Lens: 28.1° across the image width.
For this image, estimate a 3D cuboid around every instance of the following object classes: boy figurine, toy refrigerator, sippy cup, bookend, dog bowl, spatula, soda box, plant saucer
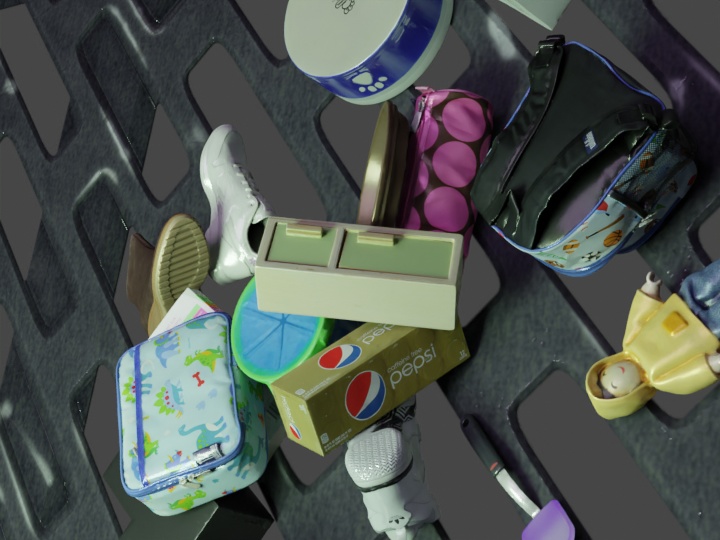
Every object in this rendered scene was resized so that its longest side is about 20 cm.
[{"bbox_3d":[0.282,0.056,1.303,0.200,0.064,0.125,-42,52,17],"label":"boy figurine"},{"bbox_3d":[0.000,0.000,1.431,0.199,0.070,0.076,6,45,8],"label":"toy refrigerator"},{"bbox_3d":[-0.047,0.070,1.543,0.139,0.130,0.179,24,88,45],"label":"sippy cup"},{"bbox_3d":[-0.228,0.292,1.635,0.201,0.092,0.199,-56,46,9],"label":"bookend"},{"bbox_3d":[0.007,-0.301,1.688,0.199,0.079,0.201,-18,61,36],"label":"dog bowl"},{"bbox_3d":[0.146,0.207,1.389,0.057,0.020,0.200,-50,47,16],"label":"spatula"},{"bbox_3d":[0.012,0.099,1.439,0.199,0.068,0.064,-32,28,-28],"label":"soda box"},{"bbox_3d":[0.021,-0.081,1.543,0.200,0.029,0.202,-169,90,-86],"label":"plant saucer"}]

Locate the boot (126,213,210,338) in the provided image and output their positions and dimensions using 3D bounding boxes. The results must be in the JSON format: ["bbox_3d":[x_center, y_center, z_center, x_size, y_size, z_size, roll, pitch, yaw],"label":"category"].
[{"bbox_3d":[-0.248,-0.007,1.749,0.166,0.072,0.201,44,137,47],"label":"boot"}]

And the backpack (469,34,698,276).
[{"bbox_3d":[0.208,-0.096,1.373,0.191,0.154,0.200,-47,40,7],"label":"backpack"}]

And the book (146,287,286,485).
[{"bbox_3d":[-0.162,0.130,1.644,0.200,0.048,0.134,39,99,25],"label":"book"}]

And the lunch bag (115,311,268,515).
[{"bbox_3d":[-0.186,0.155,1.554,0.160,0.083,0.201,-21,50,16],"label":"lunch bag"}]

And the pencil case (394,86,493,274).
[{"bbox_3d":[0.080,-0.091,1.524,0.090,0.093,0.201,-4,70,40],"label":"pencil case"}]

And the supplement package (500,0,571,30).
[{"bbox_3d":[0.150,-0.366,1.566,0.114,0.109,0.200,-56,46,8],"label":"supplement package"}]

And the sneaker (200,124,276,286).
[{"bbox_3d":[-0.140,-0.084,1.742,0.099,0.075,0.201,-14,71,29],"label":"sneaker"}]

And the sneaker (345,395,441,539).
[{"bbox_3d":[0.032,0.193,1.454,0.075,0.116,0.200,-15,22,10],"label":"sneaker"}]
